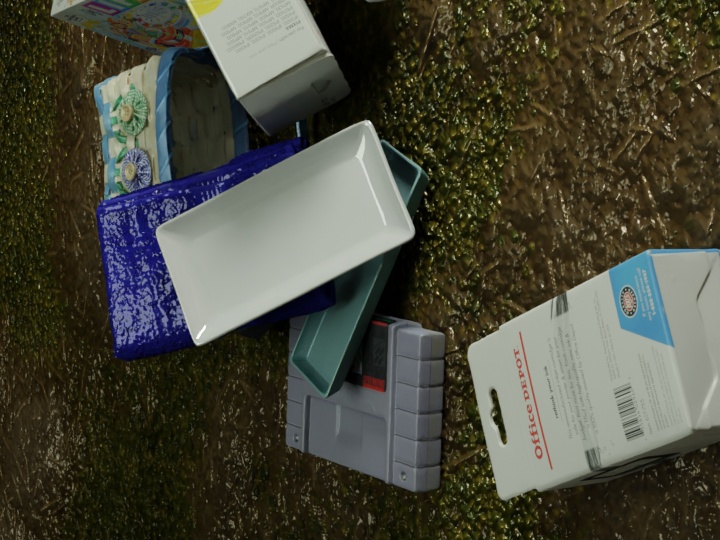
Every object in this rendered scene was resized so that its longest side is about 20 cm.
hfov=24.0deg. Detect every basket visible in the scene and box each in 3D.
[{"bbox_3d":[-0.132,-0.112,1.497,0.198,0.139,0.179,-8,86,23],"label":"basket"}]

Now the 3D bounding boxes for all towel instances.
[{"bbox_3d":[-0.123,-0.018,1.388,0.198,0.050,0.149,-16,69,17],"label":"towel"}]

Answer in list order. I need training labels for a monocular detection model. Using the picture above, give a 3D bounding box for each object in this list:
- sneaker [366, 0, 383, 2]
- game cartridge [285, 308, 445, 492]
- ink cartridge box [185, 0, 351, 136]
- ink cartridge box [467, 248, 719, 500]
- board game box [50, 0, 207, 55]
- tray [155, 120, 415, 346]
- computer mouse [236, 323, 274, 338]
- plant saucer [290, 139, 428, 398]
[{"bbox_3d":[-0.035,-0.294,1.335,0.114,0.075,0.202,-13,72,11],"label":"sneaker"},{"bbox_3d":[-0.001,0.098,1.388,0.199,0.038,0.131,10,104,56],"label":"game cartridge"},{"bbox_3d":[-0.095,-0.224,1.363,0.201,0.083,0.145,62,-177,10],"label":"ink cartridge box"},{"bbox_3d":[0.160,0.073,1.106,0.200,0.067,0.117,-31,65,53],"label":"ink cartridge box"},{"bbox_3d":[-0.183,-0.245,1.552,0.199,0.133,0.035,-5,71,57],"label":"board game box"},{"bbox_3d":[-0.059,-0.027,1.332,0.198,0.022,0.108,-26,70,12],"label":"tray"},{"bbox_3d":[-0.065,-0.001,1.460,0.200,0.034,0.059,-46,22,47],"label":"computer mouse"},{"bbox_3d":[0.000,0.000,1.355,0.070,0.019,0.202,41,112,53],"label":"plant saucer"}]
